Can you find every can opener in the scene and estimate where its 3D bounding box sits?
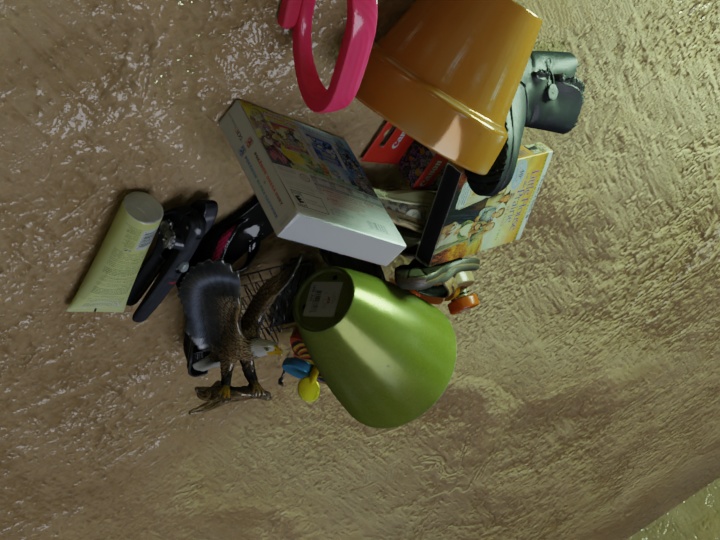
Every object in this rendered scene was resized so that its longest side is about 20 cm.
[{"bbox_3d":[-0.240,-0.006,1.673,0.078,0.064,0.201,3,134,-43],"label":"can opener"}]

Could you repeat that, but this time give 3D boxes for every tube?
[{"bbox_3d":[-0.295,-0.012,1.640,0.201,0.058,0.052,-58,-179,41],"label":"tube"}]

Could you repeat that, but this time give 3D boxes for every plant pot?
[{"bbox_3d":[0.000,0.082,1.767,0.186,0.188,0.200,-37,139,10],"label":"plant pot"},{"bbox_3d":[0.108,-0.241,1.546,0.199,0.200,0.184,17,109,-50],"label":"plant pot"}]

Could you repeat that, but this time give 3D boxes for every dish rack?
[{"bbox_3d":[-0.147,0.059,1.849,0.198,0.055,0.154,-14,145,-26],"label":"dish rack"}]

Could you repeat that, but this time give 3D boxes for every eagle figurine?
[{"bbox_3d":[-0.151,0.072,1.728,0.149,0.203,0.152,3,-169,8],"label":"eagle figurine"}]

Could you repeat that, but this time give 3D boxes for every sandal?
[{"bbox_3d":[0.102,0.013,1.818,0.081,0.055,0.200,1,-171,21],"label":"sandal"},{"bbox_3d":[-0.159,-0.032,1.717,0.199,0.045,0.075,-40,141,11],"label":"sandal"}]

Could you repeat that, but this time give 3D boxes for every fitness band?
[{"bbox_3d":[-0.035,-0.260,1.422,0.037,0.144,0.201,-14,145,-27],"label":"fitness band"}]

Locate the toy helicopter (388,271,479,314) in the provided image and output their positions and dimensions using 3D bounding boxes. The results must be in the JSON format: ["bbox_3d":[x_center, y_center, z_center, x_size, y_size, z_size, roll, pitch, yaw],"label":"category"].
[{"bbox_3d":[0.072,0.044,1.980,0.198,0.080,0.132,-21,174,13],"label":"toy helicopter"}]

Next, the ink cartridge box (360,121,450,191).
[{"bbox_3d":[0.108,-0.158,1.769,0.198,0.051,0.109,2,135,-43],"label":"ink cartridge box"}]

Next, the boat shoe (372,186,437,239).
[{"bbox_3d":[0.014,-0.072,1.756,0.197,0.064,0.073,0,173,-19],"label":"boat shoe"}]

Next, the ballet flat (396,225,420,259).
[{"bbox_3d":[0.063,-0.051,1.856,0.067,0.069,0.199,3,176,35],"label":"ballet flat"}]

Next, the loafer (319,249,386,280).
[{"bbox_3d":[0.000,0.000,1.874,0.072,0.073,0.200,-32,147,4],"label":"loafer"}]

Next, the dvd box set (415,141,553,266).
[{"bbox_3d":[0.166,-0.089,1.794,0.199,0.029,0.148,-16,134,-45],"label":"dvd box set"}]

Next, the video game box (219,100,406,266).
[{"bbox_3d":[-0.056,-0.101,1.587,0.047,0.183,0.199,-42,146,25],"label":"video game box"}]

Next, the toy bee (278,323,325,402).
[{"bbox_3d":[-0.052,0.124,1.939,0.200,0.107,0.132,96,14,-88],"label":"toy bee"}]

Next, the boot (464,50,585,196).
[{"bbox_3d":[0.214,-0.188,1.714,0.167,0.203,0.076,5,176,-41],"label":"boot"}]
